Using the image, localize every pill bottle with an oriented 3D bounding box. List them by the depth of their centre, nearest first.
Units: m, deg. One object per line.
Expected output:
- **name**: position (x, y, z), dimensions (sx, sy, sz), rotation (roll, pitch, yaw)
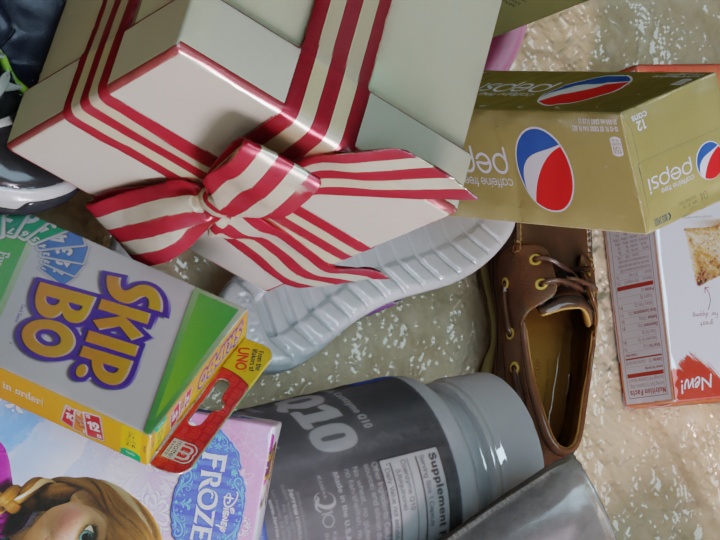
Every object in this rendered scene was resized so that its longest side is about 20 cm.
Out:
- **pill bottle**: position (-0.009, 0.118, 1.249), dimensions (0.199, 0.114, 0.114), rotation (-11, 89, -30)

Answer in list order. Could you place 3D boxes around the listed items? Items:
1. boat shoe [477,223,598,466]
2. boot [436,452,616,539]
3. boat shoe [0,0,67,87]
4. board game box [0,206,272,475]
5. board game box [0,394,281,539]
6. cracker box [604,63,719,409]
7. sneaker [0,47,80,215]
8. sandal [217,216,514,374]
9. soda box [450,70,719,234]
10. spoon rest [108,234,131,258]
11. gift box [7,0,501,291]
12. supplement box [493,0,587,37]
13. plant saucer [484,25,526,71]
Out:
- **boat shoe**: position (0.109, 0.017, 1.354), dimensions (0.072, 0.067, 0.201), rotation (9, 79, -27)
- **boot**: position (0.049, 0.201, 1.233), dimensions (0.199, 0.073, 0.182), rotation (-31, 137, -15)
- **boat shoe**: position (-0.136, -0.101, 1.235), dimensions (0.200, 0.075, 0.093), rotation (49, 63, -7)
- **board game box**: position (-0.147, 0.024, 1.132), dimensions (0.199, 0.030, 0.096), rotation (25, 47, 13)
- **board game box**: position (-0.152, 0.153, 1.136), dimensions (0.198, 0.041, 0.201), rotation (9, 90, 2)
- **cracker box**: position (0.216, -0.022, 1.424), dimensions (0.133, 0.058, 0.201), rotation (-4, 86, -29)
- **sneaker**: position (-0.210, -0.110, 1.155), dimensions (0.200, 0.083, 0.072), rotation (40, 39, 0)
- **sandal**: position (-0.004, -0.006, 1.309), dimensions (0.202, 0.050, 0.083), rotation (-27, 80, -29)
- **soda box**: position (0.101, -0.064, 1.232), dimensions (0.068, 0.200, 0.064), rotation (-23, 106, -30)
- **spoon rest**: position (-0.140, 0.026, 1.211), dimensions (0.099, 0.060, 0.201), rotation (15, 71, -64)
- **gift box**: position (-0.032, -0.096, 1.140), dimensions (0.199, 0.184, 0.187), rotation (28, 62, -22)
- **supplement box**: position (0.048, -0.233, 1.221), dimensions (0.199, 0.200, 0.135), rotation (25, 72, -24)
- **plant saucer**: position (0.001, -0.171, 1.331), dimensions (0.200, 0.051, 0.202), rotation (5, 80, -29)
